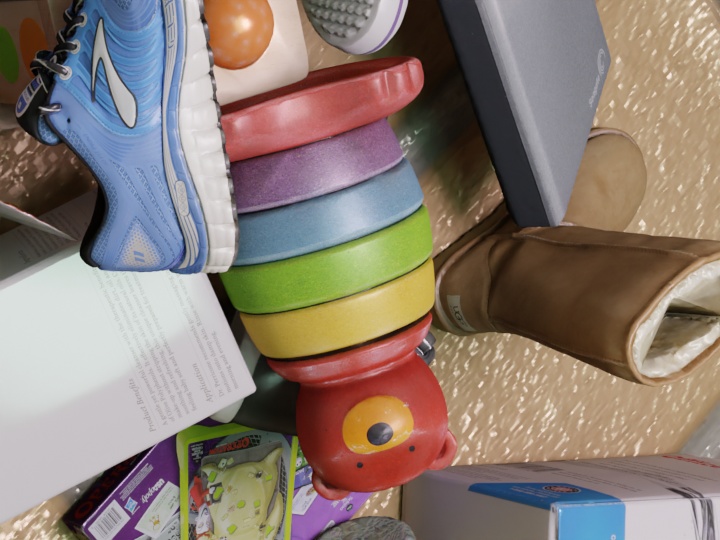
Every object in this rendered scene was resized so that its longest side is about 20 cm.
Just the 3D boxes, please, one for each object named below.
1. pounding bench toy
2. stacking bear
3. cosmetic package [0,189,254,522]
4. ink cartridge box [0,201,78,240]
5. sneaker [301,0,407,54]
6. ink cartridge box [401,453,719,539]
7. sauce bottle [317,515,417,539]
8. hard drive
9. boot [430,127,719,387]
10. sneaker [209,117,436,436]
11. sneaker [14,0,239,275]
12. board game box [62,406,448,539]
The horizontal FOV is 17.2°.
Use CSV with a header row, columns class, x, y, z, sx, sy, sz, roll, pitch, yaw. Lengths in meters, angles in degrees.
class,x,y,z,sx,sy,sz,roll,pitch,yaw
pounding bench toy,-0.086,-0.148,1.149,0.199,0.156,0.125,-19,104,-29
stacking bear,-0.011,0.010,1.143,0.120,0.114,0.202,-16,100,-8
cosmetic package,-0.164,0.047,1.124,0.199,0.085,0.108,-25,109,-10
ink cartridge box,-0.227,-0.085,1.056,0.199,0.160,0.048,31,82,-35
sneaker,0.029,-0.190,1.235,0.114,0.072,0.202,24,56,-38
ink cartridge box,0.143,0.153,1.326,0.199,0.146,0.087,2,92,-32
sauce bottle,0.026,0.229,1.302,0.064,0.065,0.201,-33,122,-25
hard drive,0.084,-0.142,1.261,0.201,0.033,0.140,68,32,-42
boot,0.145,-0.008,1.280,0.175,0.199,0.066,-44,115,-21
sneaker,0.000,0.000,1.236,0.099,0.071,0.201,23,79,-12
sneaker,-0.107,-0.091,1.015,0.088,0.079,0.202,-10,102,-4
board game box,-0.052,0.102,1.270,0.200,0.032,0.120,-47,113,-20
